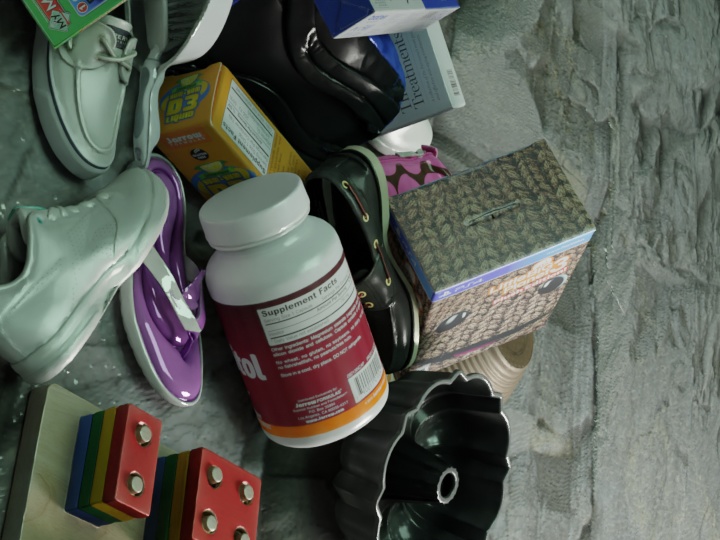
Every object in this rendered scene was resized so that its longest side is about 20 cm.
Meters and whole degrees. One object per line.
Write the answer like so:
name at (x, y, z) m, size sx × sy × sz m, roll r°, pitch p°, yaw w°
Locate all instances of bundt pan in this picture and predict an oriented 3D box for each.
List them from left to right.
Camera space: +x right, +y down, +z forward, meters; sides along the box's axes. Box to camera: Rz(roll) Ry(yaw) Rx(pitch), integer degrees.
bundt pan at (0.048, 0.179, 1.258) m, size 0.201 × 0.075 × 0.204 m, roll -17°, pitch 113°, yaw -47°

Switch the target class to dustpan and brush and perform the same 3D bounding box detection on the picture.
dustpan and brush at (-0.152, -0.180, 1.104) m, size 0.057 × 0.139 × 0.202 m, roll -7°, pitch 99°, yaw -46°

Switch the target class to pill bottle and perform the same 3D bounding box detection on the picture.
pill bottle at (-0.056, 0.030, 1.142) m, size 0.113 × 0.112 × 0.201 m, roll -53°, pitch 131°, yaw -53°

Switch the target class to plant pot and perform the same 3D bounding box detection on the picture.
plant pot at (0.113, 0.063, 1.448) m, size 0.200 × 0.092 × 0.203 m, roll 31°, pitch 52°, yaw -49°

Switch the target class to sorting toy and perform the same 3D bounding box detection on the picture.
sorting toy at (-0.148, 0.201, 0.982) m, size 0.200 × 0.069 × 0.200 m, roll 39°, pitch 45°, yaw -44°

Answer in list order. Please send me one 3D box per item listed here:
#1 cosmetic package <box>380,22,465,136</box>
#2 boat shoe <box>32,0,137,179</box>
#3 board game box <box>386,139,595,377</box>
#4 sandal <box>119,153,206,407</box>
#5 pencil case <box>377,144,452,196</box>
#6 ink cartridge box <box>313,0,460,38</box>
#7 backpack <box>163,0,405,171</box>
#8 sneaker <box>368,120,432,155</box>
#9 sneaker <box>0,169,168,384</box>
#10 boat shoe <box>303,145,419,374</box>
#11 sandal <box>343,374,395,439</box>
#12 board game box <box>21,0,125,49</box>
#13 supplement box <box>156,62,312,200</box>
cosmetic package at (-0.006, -0.223, 1.334) m, size 0.052 × 0.150 × 0.202 m, roll -25°, pitch 97°, yaw -68°
boat shoe at (-0.200, -0.170, 1.081) m, size 0.072 × 0.065 × 0.202 m, roll 25°, pitch 55°, yaw -52°
board game box at (0.101, -0.004, 1.292) m, size 0.097 × 0.158 × 0.200 m, roll 63°, pitch -17°, yaw 22°
sandal at (-0.146, 0.002, 1.099) m, size 0.082 × 0.049 × 0.205 m, roll 12°, pitch 64°, yaw -56°
pencil case at (0.017, -0.069, 1.365) m, size 0.200 × 0.090 × 0.095 m, roll -15°, pitch 123°, yaw -61°
ink cartridge box at (0.012, -0.243, 1.161) m, size 0.095 × 0.044 × 0.200 m, roll 63°, pitch 25°, yaw 0°
backpack at (-0.056, -0.200, 1.235) m, size 0.200 × 0.162 × 0.169 m, roll 43°, pitch 26°, yaw -38°
sneaker at (0.030, -0.183, 1.437) m, size 0.200 × 0.088 × 0.076 m, roll 39°, pitch 43°, yaw -44°
sneaker at (-0.203, -0.020, 0.993) m, size 0.089 × 0.075 × 0.201 m, roll 45°, pitch 40°, yaw -20°
boat shoe at (-0.002, 0.000, 1.204) m, size 0.063 × 0.073 × 0.203 m, roll -34°, pitch 119°, yaw -44°
sandal at (-0.014, 0.082, 1.264) m, size 0.207 × 0.059 × 0.080 m, roll 52°, pitch 37°, yaw -32°
board game box at (-0.221, -0.280, 1.020) m, size 0.201 × 0.134 × 0.029 m, roll 57°, pitch -3°, yaw -12°
supplement box at (-0.094, -0.082, 1.190) m, size 0.200 × 0.066 × 0.069 m, roll 51°, pitch 39°, yaw -43°
